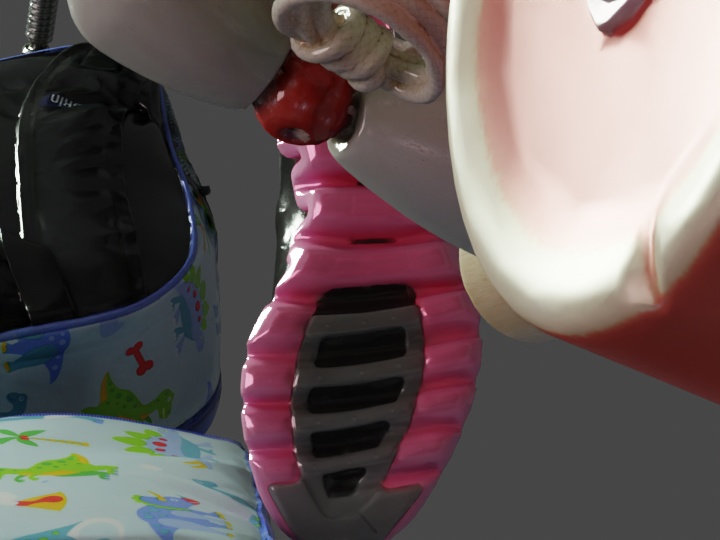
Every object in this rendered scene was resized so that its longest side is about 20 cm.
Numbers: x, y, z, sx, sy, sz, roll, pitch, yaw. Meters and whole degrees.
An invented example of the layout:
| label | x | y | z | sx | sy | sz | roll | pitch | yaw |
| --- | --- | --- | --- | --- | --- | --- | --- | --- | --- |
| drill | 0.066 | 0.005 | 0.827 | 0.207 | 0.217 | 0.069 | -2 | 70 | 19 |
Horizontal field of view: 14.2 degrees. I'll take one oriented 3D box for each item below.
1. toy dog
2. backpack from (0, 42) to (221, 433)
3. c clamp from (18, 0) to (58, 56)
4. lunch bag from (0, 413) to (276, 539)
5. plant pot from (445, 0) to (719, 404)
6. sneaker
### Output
| label | x | y | z | sx | sy | sz | roll | pitch | yaw |
| --- | --- | --- | --- | --- | --- | --- | --- | --- | --- |
| toy dog | 0.025 | -0.061 | 0.797 | 0.131 | 0.200 | 0.097 | -4 | 58 | 41 |
| backpack | -0.142 | 0.015 | 1.143 | 0.200 | 0.182 | 0.148 | -115 | 18 | -57 |
| c clamp | -0.131 | -0.138 | 1.324 | 0.171 | 0.027 | 0.201 | 44 | 133 | 50 |
| lunch bag | -0.122 | 0.117 | 0.943 | 0.170 | 0.199 | 0.128 | -118 | 8 | -76 |
| plant pot | 0.123 | -0.045 | 0.535 | 0.200 | 0.176 | 0.202 | -171 | 90 | -68 |
| sneaker | 0.000 | 0.000 | 0.966 | 0.095 | 0.078 | 0.201 | 100 | 174 | -75 |
